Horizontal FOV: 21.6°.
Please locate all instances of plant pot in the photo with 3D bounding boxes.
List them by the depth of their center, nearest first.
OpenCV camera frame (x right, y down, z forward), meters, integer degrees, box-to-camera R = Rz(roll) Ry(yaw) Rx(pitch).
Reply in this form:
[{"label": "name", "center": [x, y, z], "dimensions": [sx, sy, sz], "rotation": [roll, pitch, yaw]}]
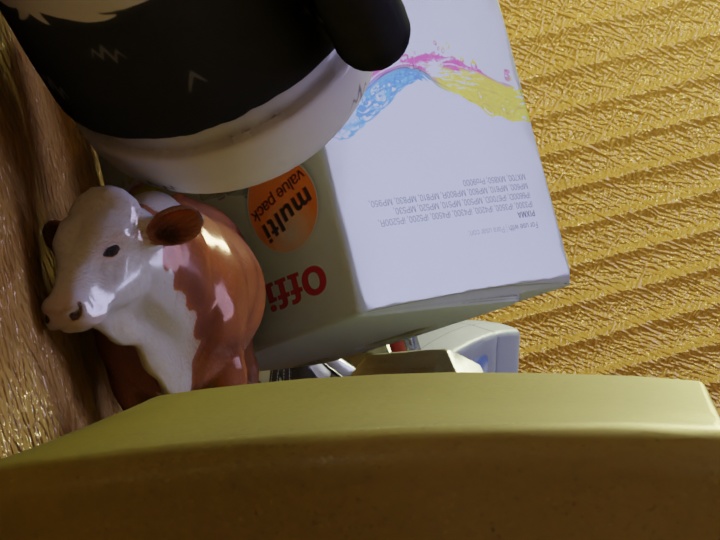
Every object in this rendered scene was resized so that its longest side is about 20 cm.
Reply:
[{"label": "plant pot", "center": [0.028, 0.119, 0.517], "dimensions": [0.200, 0.176, 0.201], "rotation": [-13, 88, -82]}]

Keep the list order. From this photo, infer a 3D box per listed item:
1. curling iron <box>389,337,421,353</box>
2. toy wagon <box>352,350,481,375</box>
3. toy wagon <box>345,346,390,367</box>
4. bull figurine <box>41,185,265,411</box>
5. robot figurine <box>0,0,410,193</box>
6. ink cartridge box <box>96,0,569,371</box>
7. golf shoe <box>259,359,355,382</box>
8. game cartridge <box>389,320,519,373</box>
[{"label": "curling iron", "center": [0.000, 0.000, 0.966], "dimensions": [0.026, 0.049, 0.201], "rotation": [-25, 102, -57]}, {"label": "toy wagon", "center": [0.003, 0.136, 0.892], "dimensions": [0.155, 0.040, 0.201], "rotation": [-8, -118, 54]}, {"label": "toy wagon", "center": [-0.011, 0.137, 1.199], "dimensions": [0.155, 0.039, 0.201], "rotation": [4, -94, 58]}, {"label": "bull figurine", "center": [-0.068, 0.023, 0.700], "dimensions": [0.200, 0.065, 0.122], "rotation": [-59, 142, -82]}, {"label": "robot figurine", "center": [-0.066, -0.118, 0.633], "dimensions": [0.150, 0.124, 0.200], "rotation": [-110, 176, -45]}, {"label": "ink cartridge box", "center": [-0.022, -0.062, 0.856], "dimensions": [0.144, 0.145, 0.201], "rotation": [-8, 81, -46]}, {"label": "golf shoe", "center": [-0.035, 0.093, 1.047], "dimensions": [0.078, 0.094, 0.201], "rotation": [-164, -119, -89]}, {"label": "game cartridge", "center": [0.036, 0.106, 1.083], "dimensions": [0.200, 0.041, 0.134], "rotation": [-30, 130, -54]}]
